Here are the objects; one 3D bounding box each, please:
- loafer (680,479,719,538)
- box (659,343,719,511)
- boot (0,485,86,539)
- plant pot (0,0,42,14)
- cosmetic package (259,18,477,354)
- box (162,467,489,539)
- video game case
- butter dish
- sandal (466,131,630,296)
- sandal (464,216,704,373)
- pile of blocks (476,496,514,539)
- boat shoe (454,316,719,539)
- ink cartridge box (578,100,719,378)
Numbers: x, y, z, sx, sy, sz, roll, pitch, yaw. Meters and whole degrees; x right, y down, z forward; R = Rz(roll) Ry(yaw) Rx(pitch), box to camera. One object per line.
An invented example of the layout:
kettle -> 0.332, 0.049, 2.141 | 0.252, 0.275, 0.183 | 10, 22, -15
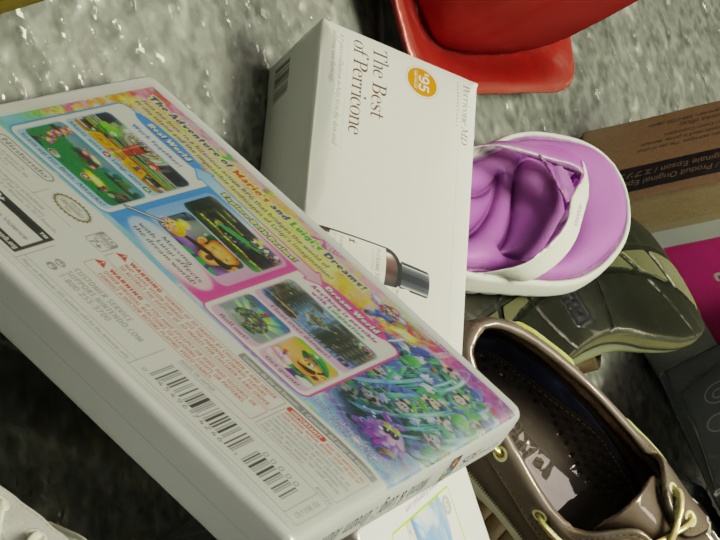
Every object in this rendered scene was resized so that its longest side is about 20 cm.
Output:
loafer -> 0.171, 0.188, 1.238 | 0.071, 0.068, 0.201 | -54, 131, -29
box -> 0.257, 0.124, 1.262 | 0.200, 0.122, 0.106 | 57, 9, -34
boot -> -0.102, 0.098, 0.677 | 0.074, 0.199, 0.096 | -50, 118, -21
plant pot -> -0.125, -0.169, 0.750 | 0.200, 0.195, 0.195 | -38, 111, -52
cosmetic package -> 0.000, 0.000, 0.998 | 0.082, 0.051, 0.201 | 21, 55, -26
box -> 0.003, 0.181, 0.883 | 0.101, 0.112, 0.201 | -31, 103, -63
video game case -> -0.056, 0.010, 0.840 | 0.200, 0.024, 0.182 | 42, 25, 14
butter dish -> 0.093, -0.197, 1.185 | 0.199, 0.147, 0.201 | -9, 85, -62
sandal -> 0.071, -0.029, 1.117 | 0.202, 0.050, 0.083 | -12, 74, -47
sandal -> 0.093, 0.020, 1.184 | 0.200, 0.057, 0.080 | -12, 69, -44
pile of blocks -> 0.084, 0.112, 1.115 | 0.200, 0.062, 0.082 | 34, 15, -30
boat shoe -> 0.103, 0.100, 1.013 | 0.072, 0.060, 0.200 | -41, 88, -22
ink cartridge box -> 0.225, 0.002, 1.308 | 0.200, 0.164, 0.075 | 54, 37, -32
